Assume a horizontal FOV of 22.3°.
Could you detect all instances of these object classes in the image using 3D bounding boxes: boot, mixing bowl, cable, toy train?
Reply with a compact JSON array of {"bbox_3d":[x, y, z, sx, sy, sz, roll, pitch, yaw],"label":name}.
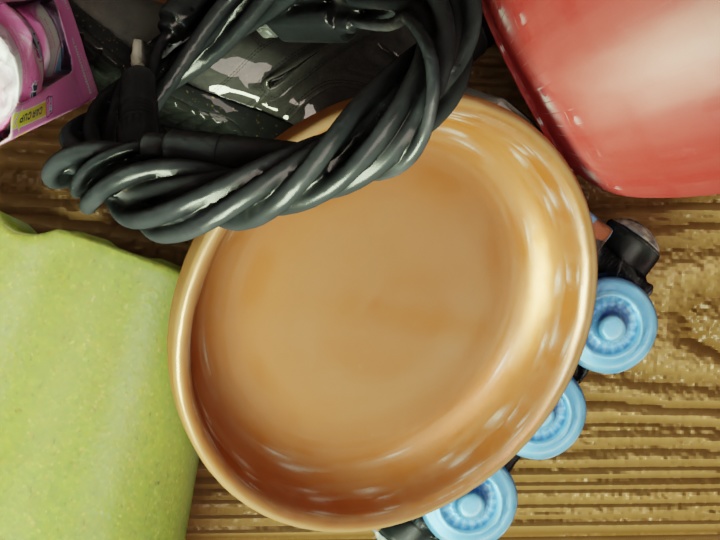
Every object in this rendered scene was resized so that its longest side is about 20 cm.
[{"bbox_3d":[-0.049,-0.117,0.843,0.200,0.070,0.132,33,76,-5],"label":"boot"},{"bbox_3d":[0.123,-0.108,0.821,0.108,0.200,0.200,-28,104,13],"label":"mixing bowl"},{"bbox_3d":[-0.041,-0.074,0.707,0.163,0.200,0.051,-40,123,-19],"label":"cable"},{"bbox_3d":[0.055,0.042,0.880,0.114,0.087,0.200,38,93,-6],"label":"toy train"}]

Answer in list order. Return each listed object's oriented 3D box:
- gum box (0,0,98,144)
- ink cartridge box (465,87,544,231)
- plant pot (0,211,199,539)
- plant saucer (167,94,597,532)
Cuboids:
[{"bbox_3d":[-0.214,-0.070,0.756,0.200,0.114,0.066,-15,102,12],"label":"gum box"},{"bbox_3d":[0.000,0.000,0.851,0.037,0.095,0.200,41,90,-17],"label":"ink cartridge box"},{"bbox_3d":[-0.146,0.075,0.802,0.200,0.200,0.184,19,84,-14],"label":"plant pot"},{"bbox_3d":[0.008,0.016,0.781,0.200,0.037,0.200,-11,116,-24],"label":"plant saucer"}]
